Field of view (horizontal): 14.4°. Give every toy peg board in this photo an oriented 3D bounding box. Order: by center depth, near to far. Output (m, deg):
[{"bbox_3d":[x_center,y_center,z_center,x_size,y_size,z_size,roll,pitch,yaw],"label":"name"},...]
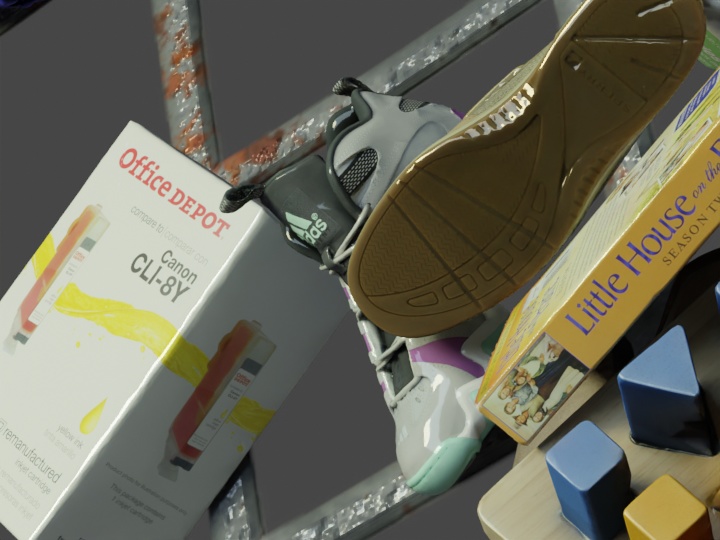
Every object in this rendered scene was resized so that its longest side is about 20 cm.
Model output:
[{"bbox_3d":[0.173,0.066,1.027,0.200,0.098,0.199,-41,59,-14],"label":"toy peg board"}]

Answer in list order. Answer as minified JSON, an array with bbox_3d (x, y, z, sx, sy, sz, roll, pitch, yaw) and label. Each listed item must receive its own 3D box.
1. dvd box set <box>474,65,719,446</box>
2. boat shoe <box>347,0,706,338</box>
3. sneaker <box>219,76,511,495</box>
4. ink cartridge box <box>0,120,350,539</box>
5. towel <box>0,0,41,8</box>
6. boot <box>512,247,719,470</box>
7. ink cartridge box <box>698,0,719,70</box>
[{"bbox_3d":[0.124,-0.031,1.119,0.200,0.029,0.146,-51,2,16],"label":"dvd box set"},{"bbox_3d":[0.075,-0.050,1.226,0.200,0.072,0.065,-49,-3,15],"label":"boat shoe"},{"bbox_3d":[0.000,0.000,1.292,0.078,0.140,0.200,128,157,-49],"label":"sneaker"},{"bbox_3d":[-0.113,0.043,1.424,0.200,0.083,0.145,-54,39,-1],"label":"ink cartridge box"},{"bbox_3d":[-0.243,-0.212,1.772,0.200,0.050,0.148,0,55,45],"label":"towel"},{"bbox_3d":[0.147,0.074,1.169,0.200,0.070,0.146,-26,53,31],"label":"boot"},{"bbox_3d":[0.230,-0.150,1.228,0.200,0.084,0.146,21,79,50],"label":"ink cartridge box"}]
